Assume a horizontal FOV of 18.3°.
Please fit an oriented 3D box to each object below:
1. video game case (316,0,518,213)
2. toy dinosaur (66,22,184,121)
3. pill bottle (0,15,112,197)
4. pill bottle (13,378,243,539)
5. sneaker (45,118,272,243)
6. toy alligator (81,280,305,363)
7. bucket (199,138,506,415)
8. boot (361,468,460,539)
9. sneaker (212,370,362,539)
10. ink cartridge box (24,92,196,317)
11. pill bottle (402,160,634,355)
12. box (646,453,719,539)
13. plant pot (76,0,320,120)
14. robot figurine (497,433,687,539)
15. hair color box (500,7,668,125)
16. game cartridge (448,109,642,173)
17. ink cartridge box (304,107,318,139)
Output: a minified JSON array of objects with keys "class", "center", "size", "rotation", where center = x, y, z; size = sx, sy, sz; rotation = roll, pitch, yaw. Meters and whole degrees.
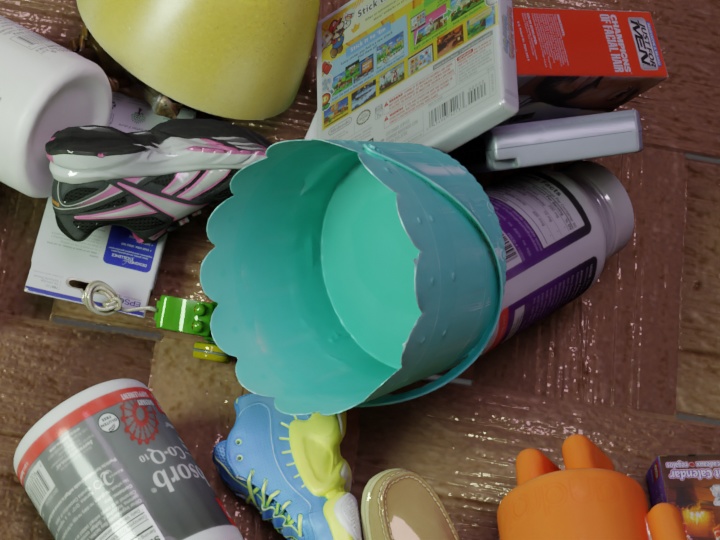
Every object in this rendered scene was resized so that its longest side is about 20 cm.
[{"class":"video game case","center":[0.040,-0.158,1.729],"size":[0.023,0.199,0.183],"rotation":[25,51,-37]},{"class":"toy dinosaur","center":[-0.184,-0.177,1.829],"size":[0.106,0.061,0.201],"rotation":[18,34,-21]},{"class":"pill bottle","center":[-0.301,-0.146,1.745],"size":[0.199,0.115,0.114],"rotation":[28,58,25]},{"class":"pill bottle","center":[-0.153,0.187,1.597],"size":[0.115,0.116,0.201],"rotation":[-26,69,-23]},{"class":"sneaker","center":[-0.151,-0.065,1.726],"size":[0.198,0.087,0.080],"rotation":[-2,24,-24]},{"class":"toy alligator","center":[-0.111,0.039,1.699],"size":[0.199,0.054,0.060],"rotation":[12,86,-24]},{"class":"bucket","center":[0.000,0.000,1.631],"size":[0.134,0.207,0.208],"rotation":[-12,58,-52]},{"class":"boot","center":[0.076,0.226,1.567],"size":[0.072,0.155,0.201],"rotation":[-17,84,-24]},{"class":"sneaker","center":[-0.054,0.170,1.660],"size":[0.104,0.076,0.201],"rotation":[-7,54,-1]},{"class":"ink cartridge box","center":[-0.197,-0.049,1.770],"size":[0.099,0.039,0.201],"rotation":[14,58,-3]},{"class":"pill bottle","center":[0.123,-0.015,1.760],"size":[0.199,0.112,0.112],"rotation":[-28,68,-38]},{"class":"box","center":[0.328,0.209,1.721],"size":[0.198,0.039,0.138],"rotation":[-1,61,-11]},{"class":"plant pot","center":[-0.108,-0.240,1.790],"size":[0.199,0.142,0.201],"rotation":[24,32,-16]},{"class":"robot figurine","center":[0.161,0.225,1.638],"size":[0.143,0.117,0.201],"rotation":[0,59,-13]},{"class":"hair color box","center":[0.138,-0.163,1.814],"size":[0.199,0.111,0.064],"rotation":[-5,74,-38]},{"class":"game cartridge","center":[0.150,-0.101,1.775],"size":[0.132,0.200,0.041],"rotation":[-4,92,-8]},{"class":"ink cartridge box","center":[-0.009,-0.057,1.797],"size":[0.103,0.059,0.201],"rotation":[22,59,2]}]
